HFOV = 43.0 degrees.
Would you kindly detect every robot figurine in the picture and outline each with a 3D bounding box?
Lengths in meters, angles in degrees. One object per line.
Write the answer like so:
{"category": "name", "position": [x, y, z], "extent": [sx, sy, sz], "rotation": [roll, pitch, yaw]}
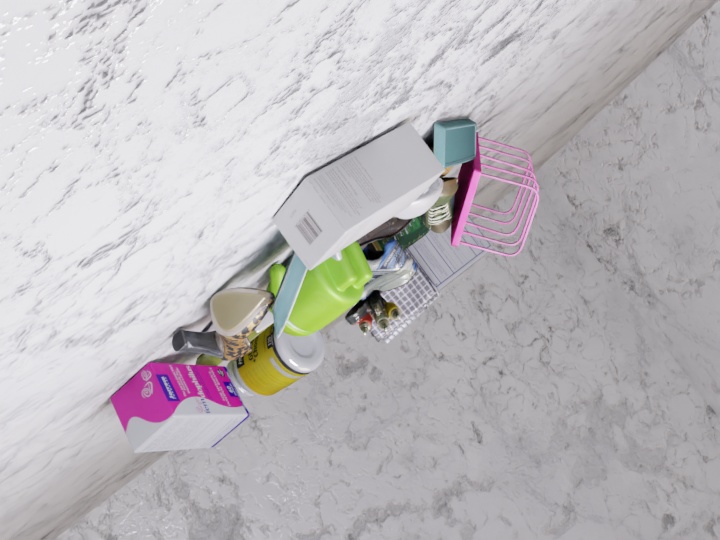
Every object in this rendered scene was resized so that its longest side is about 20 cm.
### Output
{"category": "robot figurine", "position": [-0.074, 0.030, 1.467], "extent": [0.199, 0.117, 0.174], "rotation": [-37, 166, 34]}

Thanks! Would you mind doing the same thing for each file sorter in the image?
{"category": "file sorter", "position": [0.233, -0.131, 1.588], "extent": [0.201, 0.123, 0.141], "rotation": [-79, -176, -63]}

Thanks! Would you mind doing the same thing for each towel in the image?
{"category": "towel", "position": [0.044, 0.025, 1.835], "extent": [0.165, 0.201, 0.086], "rotation": [-38, 174, -3]}

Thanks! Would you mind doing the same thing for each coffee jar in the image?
{"category": "coffee jar", "position": [0.036, -0.057, 1.703], "extent": [0.199, 0.086, 0.104], "rotation": [-35, -178, -39]}

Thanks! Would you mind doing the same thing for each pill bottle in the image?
{"category": "pill bottle", "position": [-0.162, 0.163, 1.665], "extent": [0.199, 0.113, 0.112], "rotation": [-34, 179, 41]}

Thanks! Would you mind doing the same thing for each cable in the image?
{"category": "cable", "position": [0.024, 0.058, 1.614], "extent": [0.096, 0.051, 0.200], "rotation": [-22, -163, 9]}

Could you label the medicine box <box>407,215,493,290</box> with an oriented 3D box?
{"category": "medicine box", "position": [0.152, -0.057, 1.974], "extent": [0.199, 0.183, 0.103], "rotation": [-34, 175, -32]}

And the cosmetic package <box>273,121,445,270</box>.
{"category": "cosmetic package", "position": [0.001, -0.094, 1.141], "extent": [0.199, 0.085, 0.108], "rotation": [-35, 175, -41]}

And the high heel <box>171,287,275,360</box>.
{"category": "high heel", "position": [-0.161, 0.076, 1.325], "extent": [0.198, 0.073, 0.141], "rotation": [-28, 156, 33]}

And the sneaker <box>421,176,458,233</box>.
{"category": "sneaker", "position": [0.134, -0.108, 1.535], "extent": [0.066, 0.092, 0.200], "rotation": [-9, -174, 1]}

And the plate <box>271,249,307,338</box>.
{"category": "plate", "position": [-0.088, -0.005, 1.262], "extent": [0.200, 0.025, 0.203], "rotation": [-159, -91, -85]}

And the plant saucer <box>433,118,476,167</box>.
{"category": "plant saucer", "position": [0.150, -0.197, 1.417], "extent": [0.019, 0.071, 0.200], "rotation": [4, -168, 20]}

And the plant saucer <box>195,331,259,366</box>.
{"category": "plant saucer", "position": [-0.222, 0.121, 1.633], "extent": [0.199, 0.031, 0.200], "rotation": [-36, -177, 2]}

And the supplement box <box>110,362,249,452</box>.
{"category": "supplement box", "position": [-0.287, 0.220, 1.469], "extent": [0.103, 0.102, 0.199], "rotation": [-40, 157, 19]}

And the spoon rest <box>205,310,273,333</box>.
{"category": "spoon rest", "position": [-0.202, 0.079, 1.475], "extent": [0.099, 0.061, 0.199], "rotation": [-34, -174, -31]}

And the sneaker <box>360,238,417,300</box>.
{"category": "sneaker", "position": [0.000, 0.000, 1.584], "extent": [0.198, 0.086, 0.077], "rotation": [-24, -163, 26]}

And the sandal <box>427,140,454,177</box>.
{"category": "sandal", "position": [0.122, -0.173, 1.473], "extent": [0.081, 0.055, 0.200], "rotation": [-39, 175, 4]}

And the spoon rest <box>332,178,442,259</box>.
{"category": "spoon rest", "position": [0.032, -0.091, 1.320], "extent": [0.198, 0.061, 0.099], "rotation": [-32, -151, -17]}

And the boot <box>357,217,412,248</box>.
{"category": "boot", "position": [0.047, -0.104, 1.473], "extent": [0.199, 0.070, 0.174], "rotation": [-34, 174, -28]}
